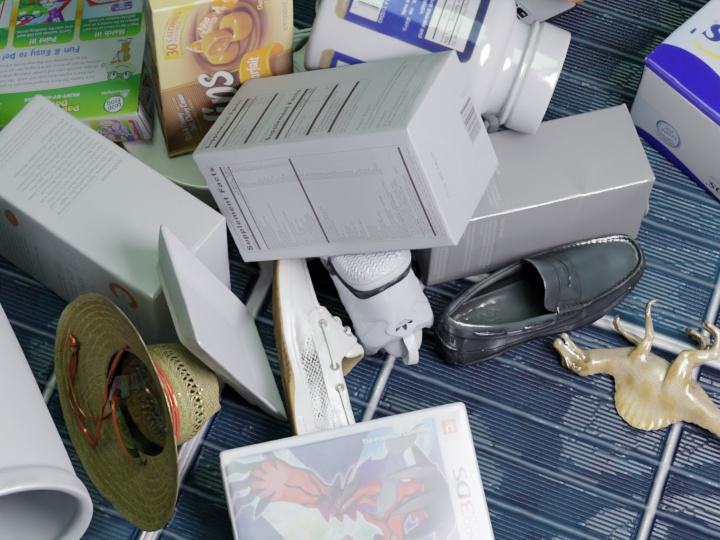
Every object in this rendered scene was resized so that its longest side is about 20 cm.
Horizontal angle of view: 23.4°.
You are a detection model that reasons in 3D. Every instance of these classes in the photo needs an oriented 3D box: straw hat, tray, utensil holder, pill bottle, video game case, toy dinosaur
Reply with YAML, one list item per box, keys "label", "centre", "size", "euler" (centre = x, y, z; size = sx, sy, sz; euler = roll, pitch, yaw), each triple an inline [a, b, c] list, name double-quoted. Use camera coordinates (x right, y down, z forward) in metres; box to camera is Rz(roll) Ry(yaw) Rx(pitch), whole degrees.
- label: "straw hat"
  centre: [-0.157, 0.097, 1.354]
  size: [0.085, 0.202, 0.202]
  euler: [-15, 61, -33]
- label: "tray"
  centre: [-0.112, 0.049, 1.366]
  size: [0.022, 0.200, 0.108]
  euler: [-25, 63, 7]
- label: "utensil holder"
  centre: [-0.316, 0.128, 1.328]
  size: [0.169, 0.170, 0.201]
  euler: [-21, 62, -13]
- label: "pill bottle"
  centre: [0.064, -0.186, 1.424]
  size: [0.198, 0.120, 0.120]
  euler: [21, 62, 0]
- label: "video game case"
  centre: [0.004, 0.210, 1.345]
  size: [0.198, 0.023, 0.184]
  euler: [-11, 80, -8]
- label: "toy dinosaur"
  centre: [0.260, 0.091, 1.441]
  size: [0.199, 0.058, 0.102]
  euler: [28, 79, 21]

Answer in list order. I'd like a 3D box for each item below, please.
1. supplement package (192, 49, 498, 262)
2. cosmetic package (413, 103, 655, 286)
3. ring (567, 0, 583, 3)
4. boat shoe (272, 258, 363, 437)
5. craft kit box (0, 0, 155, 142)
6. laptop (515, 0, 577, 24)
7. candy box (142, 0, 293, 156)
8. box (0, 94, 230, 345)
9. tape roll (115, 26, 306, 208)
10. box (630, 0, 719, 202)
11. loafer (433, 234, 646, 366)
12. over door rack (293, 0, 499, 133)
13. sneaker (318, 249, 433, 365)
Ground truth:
- label: "supplement package"
  centre: [-0.012, -0.088, 1.376]
  size: [0.198, 0.114, 0.110]
  euler: [-3, 37, 30]
- label: "cosmetic package"
  centre: [0.141, -0.063, 1.481]
  size: [0.198, 0.107, 0.091]
  euler: [-14, 63, -11]
- label: "ring"
  centre: [0.123, -0.304, 1.591]
  size: [0.200, 0.200, 0.019]
  euler: [46, 113, 20]
- label: "boat shoe"
  centre: [-0.032, 0.071, 1.426]
  size: [0.069, 0.071, 0.202]
  euler: [-8, 71, -7]
- label: "craft kit box"
  centre: [-0.275, -0.201, 1.551]
  size: [0.198, 0.049, 0.199]
  euler: [-4, 58, 12]
- label: "laptop"
  centre: [0.085, -0.304, 1.571]
  size: [0.199, 0.116, 0.187]
  euler: [-27, 63, -35]
- label: "candy box"
  centre: [-0.116, -0.181, 1.439]
  size: [0.114, 0.201, 0.056]
  euler: [-12, 61, -9]
- label: "box"
  centre: [-0.214, -0.032, 1.440]
  size: [0.199, 0.125, 0.098]
  euler: [34, 65, 15]
- label: "tape roll"
  centre: [-0.126, -0.150, 1.557]
  size: [0.201, 0.037, 0.205]
  euler: [1, 62, -2]
- label: "box"
  centre: [0.372, -0.158, 1.540]
  size: [0.200, 0.105, 0.184]
  euler: [-40, 69, -20]
- label: "loafer"
  centre: [0.154, 0.019, 1.456]
  size: [0.199, 0.071, 0.068]
  euler: [-23, 65, -14]
- label: "over door rack"
  centre: [0.021, -0.180, 1.533]
  size: [0.147, 0.067, 0.201]
  euler: [-16, 60, -36]
- label: "sneaker"
  centre: [0.000, 0.000, 1.461]
  size: [0.075, 0.116, 0.200]
  euler: [-25, 29, -8]
